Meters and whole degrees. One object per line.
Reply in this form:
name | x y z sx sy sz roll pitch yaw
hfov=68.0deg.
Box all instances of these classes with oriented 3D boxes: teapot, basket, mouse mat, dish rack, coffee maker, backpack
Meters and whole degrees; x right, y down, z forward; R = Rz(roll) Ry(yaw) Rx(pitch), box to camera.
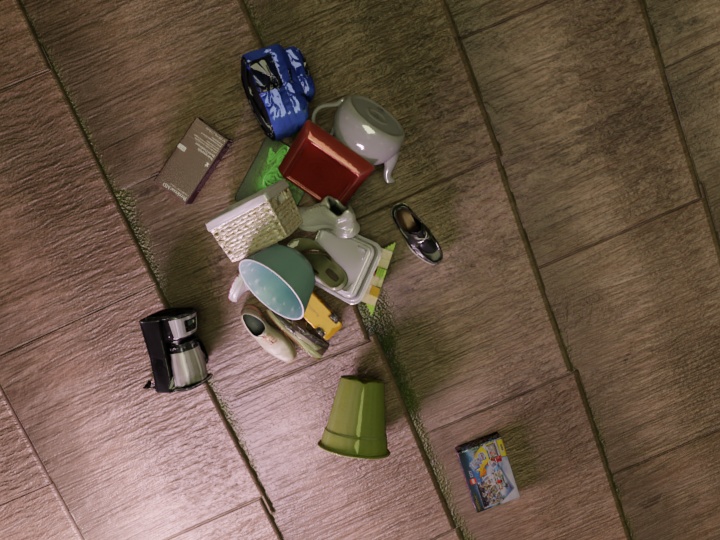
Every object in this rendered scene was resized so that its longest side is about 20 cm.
teapot | 0.001 -0.335 1.350 0.146 0.197 0.201 -50 57 33
basket | -0.261 -0.123 1.342 0.199 0.136 0.124 -21 107 24
mouse mat | -0.222 -0.235 1.419 0.160 0.008 0.201 29 94 -8
dish rack | -0.058 -0.023 1.389 0.199 0.043 0.173 26 95 28
coffee maker | -0.503 0.208 1.395 0.191 0.135 0.202 -11 98 -2
backpack | -0.194 -0.434 1.315 0.167 0.163 0.201 -20 98 -5

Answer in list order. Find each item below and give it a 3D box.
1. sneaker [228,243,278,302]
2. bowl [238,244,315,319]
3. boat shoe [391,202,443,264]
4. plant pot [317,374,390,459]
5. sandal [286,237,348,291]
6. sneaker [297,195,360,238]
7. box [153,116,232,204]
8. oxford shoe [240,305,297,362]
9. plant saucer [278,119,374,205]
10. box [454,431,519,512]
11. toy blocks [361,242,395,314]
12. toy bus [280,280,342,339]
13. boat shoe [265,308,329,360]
sneaker | -0.267 0.015 1.413 0.088 0.081 0.200 44 93 -7
bowl | -0.190 0.014 1.315 0.201 0.201 0.105 44 60 -9
boat shoe | 0.154 -0.094 1.439 0.072 0.068 0.200 -38 100 0
plant pot | -0.006 0.387 1.448 0.198 0.200 0.191 8 84 -6
sandal | -0.112 -0.025 1.354 0.200 0.057 0.080 35 87 26
sneaker | -0.094 -0.152 1.371 0.199 0.078 0.100 11 131 21
box | -0.426 -0.279 1.365 0.100 0.075 0.201 34 96 -8
oxford shoe | -0.252 0.181 1.440 0.200 0.074 0.071 43 93 -9
plant saucer | -0.096 -0.247 1.341 0.199 0.200 0.037 33 50 -12
box | 0.372 0.591 1.565 0.136 0.038 0.201 -19 99 -2
toy blocks | 0.000 0.000 1.434 0.136 0.100 0.201 19 93 4
toy bus | -0.136 0.091 1.435 0.065 0.078 0.200 -43 99 1
boat shoe | -0.169 0.159 1.452 0.200 0.073 0.065 44 82 -12
